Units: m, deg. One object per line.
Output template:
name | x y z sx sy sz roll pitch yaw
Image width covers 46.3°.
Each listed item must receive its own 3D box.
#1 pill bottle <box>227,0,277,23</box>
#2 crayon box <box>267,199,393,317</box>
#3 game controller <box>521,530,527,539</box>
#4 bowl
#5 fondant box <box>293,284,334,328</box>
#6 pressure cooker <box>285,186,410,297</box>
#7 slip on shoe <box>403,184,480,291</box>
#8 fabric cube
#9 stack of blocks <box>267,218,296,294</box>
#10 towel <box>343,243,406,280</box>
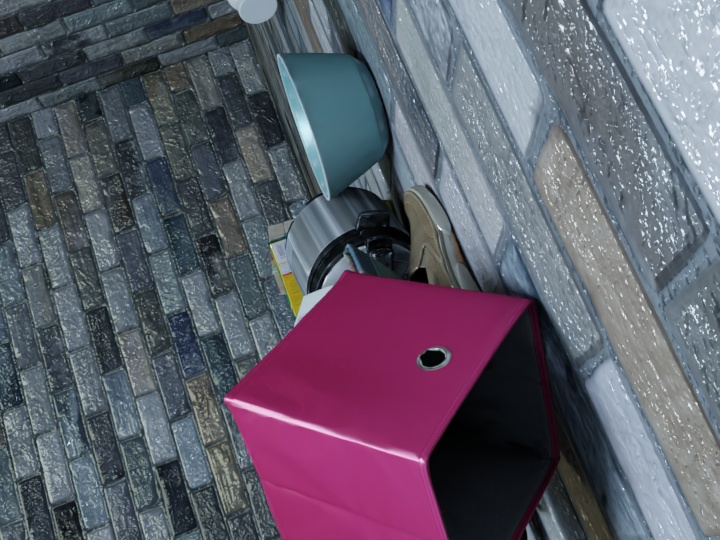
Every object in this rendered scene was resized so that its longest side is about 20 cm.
pill bottle | -0.247 -0.631 1.808 0.113 0.111 0.201 79 170 -63
crayon box | -0.030 -0.020 1.300 0.058 0.198 0.120 -141 32 -80
game controller | 0.147 0.249 1.026 0.201 0.042 0.105 57 -160 -19
bowl | -0.029 -0.204 1.113 0.201 0.104 0.203 161 90 -86
fondant box | -0.008 0.138 1.052 0.200 0.058 0.145 45 -138 -30
pressure cooker | -0.003 0.001 1.155 0.176 0.178 0.200 45 -172 -35
slip on shoe | 0.079 -0.008 0.937 0.076 0.060 0.201 80 169 -64
fabric cube | 0.038 0.140 0.737 0.198 0.196 0.201 10 130 35
stack of blocks | -0.054 -0.042 1.448 0.059 0.198 0.116 74 -177 -45
towel | 0.069 0.058 0.942 0.199 0.022 0.147 32 -159 -36
